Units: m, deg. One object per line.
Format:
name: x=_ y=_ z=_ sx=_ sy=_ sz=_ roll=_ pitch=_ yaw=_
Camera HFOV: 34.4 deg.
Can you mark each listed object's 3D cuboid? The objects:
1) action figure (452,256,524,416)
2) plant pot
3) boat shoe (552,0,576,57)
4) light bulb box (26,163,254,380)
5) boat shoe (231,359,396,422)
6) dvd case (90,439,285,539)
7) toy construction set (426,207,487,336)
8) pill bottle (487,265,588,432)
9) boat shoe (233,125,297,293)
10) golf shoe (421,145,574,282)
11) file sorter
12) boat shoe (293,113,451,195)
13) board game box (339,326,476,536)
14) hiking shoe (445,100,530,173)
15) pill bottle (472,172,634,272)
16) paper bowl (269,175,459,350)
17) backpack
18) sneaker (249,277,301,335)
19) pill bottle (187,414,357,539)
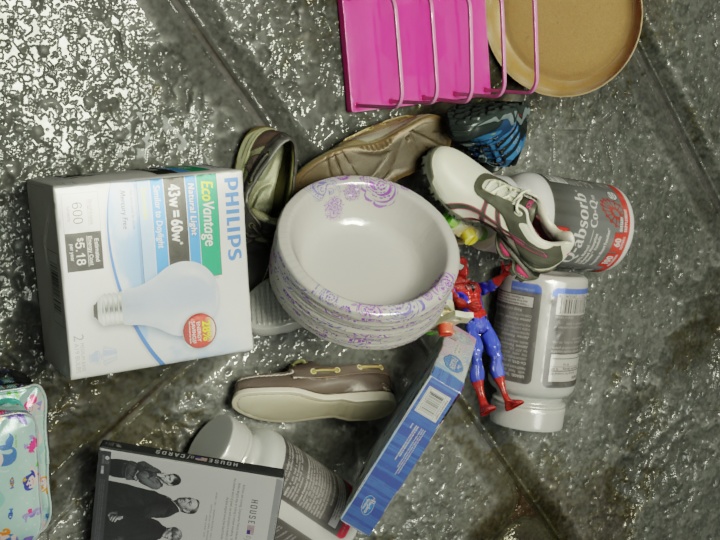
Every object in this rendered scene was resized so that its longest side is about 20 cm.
action figure: x=0.159 y=0.067 z=1.426 sx=0.065 sy=0.099 sz=0.200 roll=-7 pitch=70 yaw=-28
plant pot: x=0.246 y=-0.312 z=1.409 sx=0.027 sy=0.200 sz=0.201 roll=-33 pitch=117 yaw=-57
boat shoe: x=0.258 y=-0.364 z=1.465 sx=0.086 sy=0.075 sz=0.203 roll=-16 pitch=99 yaw=-36
light bulb box: x=-0.228 y=-0.005 z=1.214 sx=0.200 sy=0.125 sz=0.199 roll=-9 pitch=102 yaw=-27
boat shoe: x=-0.056 y=0.139 z=1.372 sx=0.199 sy=0.072 sz=0.060 roll=3 pitch=56 yaw=-18
dvd case: x=-0.191 y=0.268 z=1.264 sx=0.199 sy=0.025 sz=0.151 roll=10 pitch=112 yaw=-2
toy construction set: x=0.096 y=-0.002 z=1.380 sx=0.092 sy=0.131 sz=0.200 roll=38 pitch=47 yaw=-40
pill bottle: x=0.224 y=0.100 z=1.491 sx=0.114 sy=0.114 sz=0.201 roll=3 pitch=97 yaw=-29
boat shoe: x=-0.115 y=-0.061 z=1.302 sx=0.072 sy=0.066 sz=0.201 roll=10 pitch=94 yaw=-33
golf shoe: x=0.160 y=-0.080 z=1.327 sx=0.200 sy=0.088 sz=0.077 roll=42 pitch=55 yaw=-6
file sorter: x=0.094 y=-0.263 z=1.352 sx=0.200 sy=0.125 sz=0.139 roll=-11 pitch=104 yaw=-27
boat shoe: x=0.008 y=-0.127 z=1.360 sx=0.200 sy=0.066 sz=0.074 roll=-22 pitch=110 yaw=-12
board game box: x=0.059 y=0.177 z=1.334 sx=0.043 sy=0.199 sz=0.200 roll=31 pitch=108 yaw=1
hiking shoe: x=0.159 y=-0.158 z=1.390 sx=0.200 sy=0.074 sz=0.087 roll=-18 pitch=111 yaw=-61
pill bottle: x=0.237 y=-0.062 z=1.470 sx=0.200 sy=0.116 sz=0.116 roll=5 pitch=96 yaw=-30
paper bowl: x=0.000 y=0.000 z=1.264 sx=0.200 sy=0.201 sz=0.104 roll=-17 pitch=147 yaw=-26
backpack: x=-0.407 y=0.196 z=1.141 sx=0.199 sy=0.151 sz=0.178 roll=-3 pitch=101 yaw=-24
sneaker: x=-0.052 y=0.039 z=1.344 sx=0.200 sy=0.074 sz=0.082 roll=-24 pitch=146 yaw=-29
pill bottle: x=-0.101 y=0.251 z=1.335 sx=0.200 sy=0.111 sz=0.111 roll=40 pitch=78 yaw=-28
